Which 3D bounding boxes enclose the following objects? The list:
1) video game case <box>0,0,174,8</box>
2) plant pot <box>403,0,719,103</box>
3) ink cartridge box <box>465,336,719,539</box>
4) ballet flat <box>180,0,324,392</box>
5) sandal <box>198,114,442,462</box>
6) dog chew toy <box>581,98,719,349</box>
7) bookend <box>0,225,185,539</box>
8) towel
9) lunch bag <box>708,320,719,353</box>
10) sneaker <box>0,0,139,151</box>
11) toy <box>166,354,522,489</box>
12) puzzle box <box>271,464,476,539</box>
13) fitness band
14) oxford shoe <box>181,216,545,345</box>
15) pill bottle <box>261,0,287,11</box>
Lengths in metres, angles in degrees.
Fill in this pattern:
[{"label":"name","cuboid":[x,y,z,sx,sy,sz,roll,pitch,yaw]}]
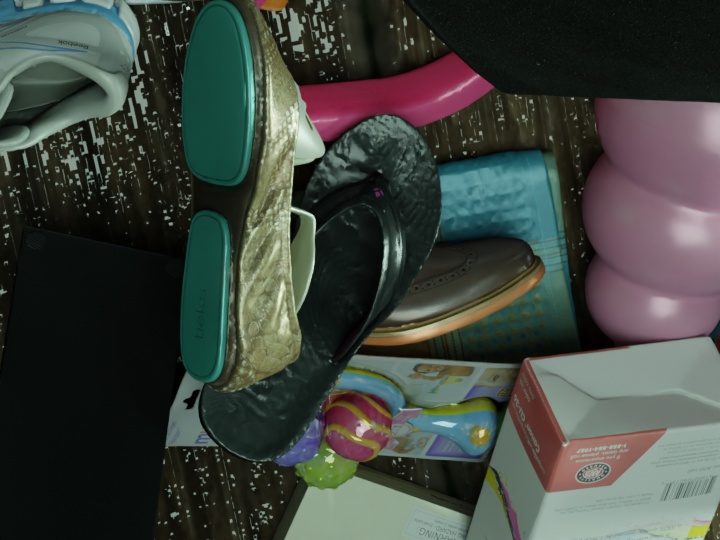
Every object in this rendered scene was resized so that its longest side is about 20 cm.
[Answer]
[{"label":"video game case","cuboid":[-0.164,-0.235,1.248,0.143,0.017,0.200,-3,109,-8]},{"label":"plant pot","cuboid":[0.123,-0.187,1.133,0.200,0.200,0.178,3,146,21]},{"label":"ink cartridge box","cuboid":[0.130,0.133,1.351,0.116,0.068,0.200,-5,136,-20]},{"label":"ballet flat","cuboid":[-0.052,-0.040,1.196,0.065,0.070,0.200,-6,109,-37]},{"label":"sandal","cuboid":[-0.013,0.009,1.254,0.075,0.048,0.201,29,77,-7]},{"label":"dog chew toy","cuboid":[0.176,-0.043,1.320,0.124,0.125,0.200,9,115,-12]},{"label":"bookend","cuboid":[-0.170,0.113,1.313,0.092,0.199,0.200,12,62,-13]},{"label":"towel","cuboid":[0.021,0.015,1.363,0.200,0.022,0.147,-10,109,-4]},{"label":"lunch bag","cuboid":[0.268,0.062,1.323,0.094,0.200,0.151,37,99,-19]},{"label":"sneaker","cuboid":[-0.211,-0.091,1.245,0.200,0.087,0.075,-15,127,2]},{"label":"toy","cuboid":[-0.004,0.089,1.326,0.200,0.047,0.115,1,148,-20]},{"label":"puzzle box","cuboid":[0.037,0.197,1.424,0.200,0.025,0.133,21,103,-16]},{"label":"fitness band","cuboid":[0.008,-0.125,1.251,0.200,0.037,0.144,-7,141,-32]},{"label":"oxford shoe","cuboid":[0.000,0.000,1.308,0.200,0.071,0.073,-10,105,-3]},{"label":"pill bottle","cuboid":[-0.034,-0.235,1.223,0.106,0.106,0.200,20,105,-15]}]
